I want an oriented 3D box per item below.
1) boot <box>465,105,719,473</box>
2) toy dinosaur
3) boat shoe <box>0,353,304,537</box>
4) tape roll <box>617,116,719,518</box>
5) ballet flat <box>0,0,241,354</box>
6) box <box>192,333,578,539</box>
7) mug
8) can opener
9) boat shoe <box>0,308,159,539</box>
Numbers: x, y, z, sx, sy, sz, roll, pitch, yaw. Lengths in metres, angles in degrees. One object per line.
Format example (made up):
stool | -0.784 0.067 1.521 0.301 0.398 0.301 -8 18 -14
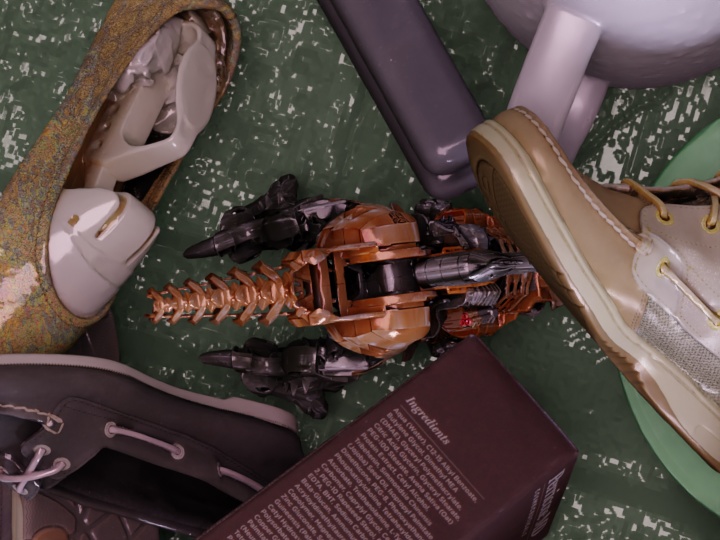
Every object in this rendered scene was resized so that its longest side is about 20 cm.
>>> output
boot | 0.145 -0.029 1.109 0.155 0.072 0.200 -40 124 3
toy dinosaur | 0.000 0.000 1.172 0.200 0.136 0.102 20 73 -34
boat shoe | -0.101 0.076 1.167 0.067 0.200 0.057 -28 60 42
tape roll | 0.206 0.020 1.196 0.200 0.048 0.201 0 90 6
ballet flat | -0.104 -0.039 1.187 0.071 0.071 0.200 20 63 6
box | -0.012 0.123 1.154 0.200 0.100 0.075 -38 73 -19
mug | 0.101 -0.128 1.145 0.147 0.175 0.200 21 92 7
can opener | 0.014 -0.128 1.197 0.067 0.053 0.200 -26 70 -7
boat shoe | -0.137 0.096 1.226 0.073 0.074 0.201 -18 74 48
